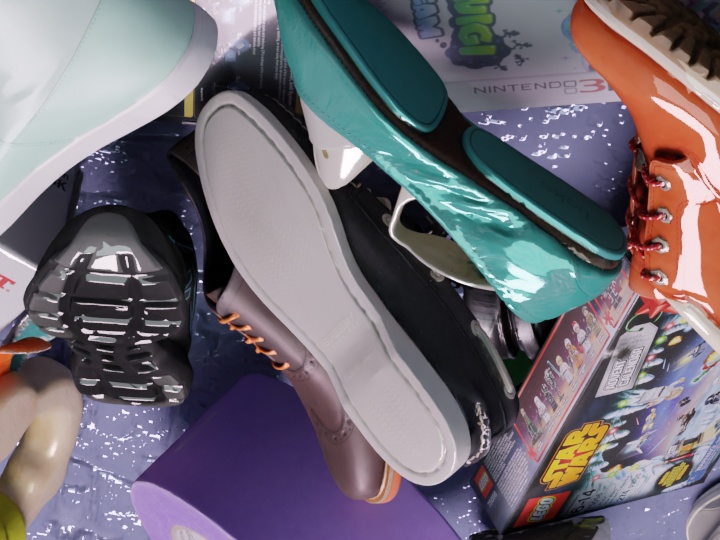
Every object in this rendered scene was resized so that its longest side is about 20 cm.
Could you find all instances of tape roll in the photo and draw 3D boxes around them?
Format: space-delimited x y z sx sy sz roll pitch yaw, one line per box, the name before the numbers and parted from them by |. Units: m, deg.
tape roll | -0.022 0.155 1.247 0.200 0.085 0.200 40 161 17

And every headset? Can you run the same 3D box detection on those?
headset | 0.043 0.019 1.173 0.123 0.094 0.200 8 145 -3

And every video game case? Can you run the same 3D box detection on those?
video game case | 0.086 -0.133 1.027 0.182 0.024 0.200 -3 149 7

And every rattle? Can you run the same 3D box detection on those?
rattle | -0.218 0.061 1.250 0.143 0.130 0.200 44 154 25

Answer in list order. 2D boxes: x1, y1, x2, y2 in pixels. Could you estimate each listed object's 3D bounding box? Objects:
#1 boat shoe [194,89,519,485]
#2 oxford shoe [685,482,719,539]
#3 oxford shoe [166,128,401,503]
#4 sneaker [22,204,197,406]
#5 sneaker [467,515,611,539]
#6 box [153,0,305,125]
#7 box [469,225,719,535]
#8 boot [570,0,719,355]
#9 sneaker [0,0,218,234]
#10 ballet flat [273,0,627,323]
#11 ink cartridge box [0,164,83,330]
boat shoe | 0.000 0.000 1.074 0.200 0.060 0.074 54 137 8
oxford shoe | 0.257 0.118 1.283 0.075 0.058 0.200 36 126 -23
oxford shoe | -0.037 0.022 1.132 0.072 0.200 0.071 -21 -178 -26
sneaker | -0.114 0.002 1.125 0.075 0.079 0.200 6 160 -1
sneaker | 0.100 0.177 1.277 0.074 0.085 0.200 -9 174 1
box | -0.091 -0.151 1.042 0.161 0.049 0.200 6 136 2
box | 0.149 0.048 1.188 0.137 0.040 0.200 -10 144 -29
boot | 0.141 -0.039 1.029 0.107 0.075 0.200 -38 113 19
sneaker | -0.170 -0.081 0.993 0.200 0.074 0.118 -33 129 25
ballet flat | 0.022 -0.047 1.023 0.200 0.067 0.070 41 115 -6
ink cartridge box | -0.254 -0.009 1.178 0.144 0.084 0.200 32 129 -26
